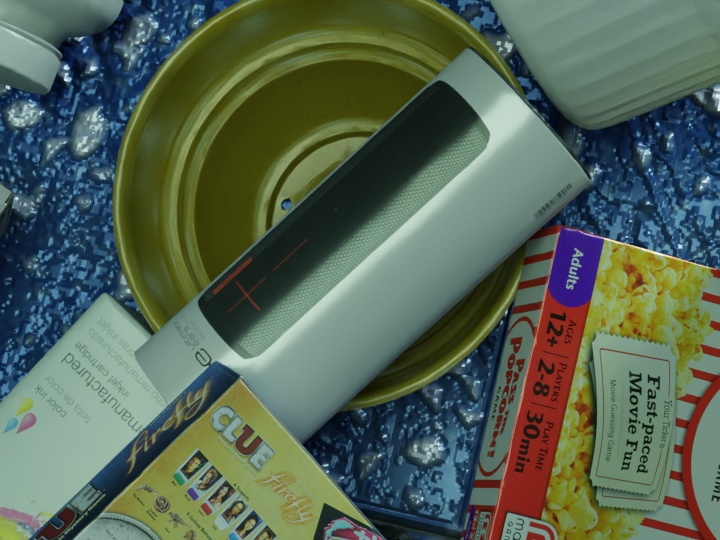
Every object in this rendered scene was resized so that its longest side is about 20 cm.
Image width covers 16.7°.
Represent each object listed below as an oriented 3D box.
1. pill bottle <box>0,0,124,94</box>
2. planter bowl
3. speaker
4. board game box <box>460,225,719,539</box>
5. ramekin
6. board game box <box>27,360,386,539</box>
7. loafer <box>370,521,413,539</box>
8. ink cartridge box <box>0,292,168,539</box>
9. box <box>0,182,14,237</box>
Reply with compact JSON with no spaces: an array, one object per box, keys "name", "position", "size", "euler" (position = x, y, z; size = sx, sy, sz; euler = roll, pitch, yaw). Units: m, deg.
[{"name":"pill bottle","position":[-0.150,-0.192,1.186],"size":[0.112,0.112,0.200],"euler":[19,84,14]},{"name":"planter bowl","position":[-0.008,-0.028,1.143],"size":[0.200,0.083,0.201],"euler":[-2,79,12]},{"name":"speaker","position":[0.000,0.000,1.052],"size":[0.200,0.081,0.081],"euler":[-42,75,2]},{"name":"board game box","position":[0.155,0.079,1.070],"size":[0.200,0.046,0.152],"euler":[14,82,-13]},{"name":"ramekin","position":[0.103,-0.160,1.091],"size":[0.098,0.200,0.201],"euler":[-26,76,14]},{"name":"board game box","position":[-0.041,0.155,1.017],"size":[0.135,0.035,0.200],"euler":[-43,112,-10]},{"name":"loafer","position":[-0.003,0.213,1.107],"size":[0.068,0.070,0.201],"euler":[11,98,40]},{"name":"ink cartridge box","position":[-0.127,0.135,1.138],"size":[0.146,0.083,0.200],"euler":[43,90,14]},{"name":"box","position":[-0.280,-0.039,1.170],"size":[0.200,0.060,0.117],"euler":[33,67,-1]}]
